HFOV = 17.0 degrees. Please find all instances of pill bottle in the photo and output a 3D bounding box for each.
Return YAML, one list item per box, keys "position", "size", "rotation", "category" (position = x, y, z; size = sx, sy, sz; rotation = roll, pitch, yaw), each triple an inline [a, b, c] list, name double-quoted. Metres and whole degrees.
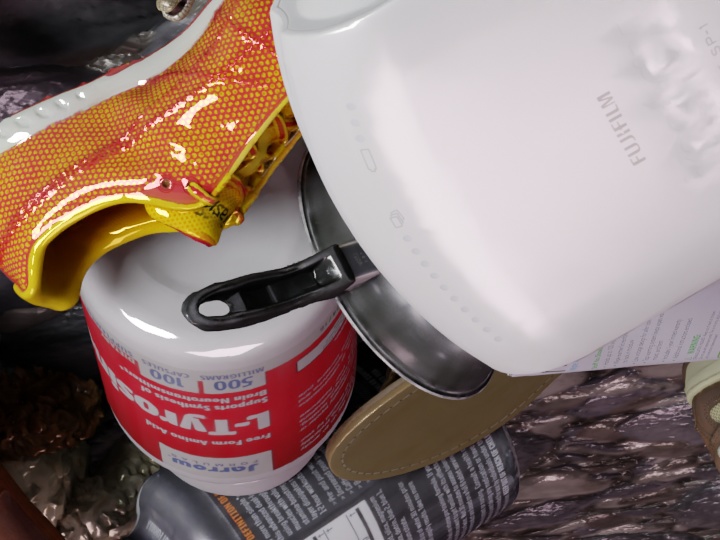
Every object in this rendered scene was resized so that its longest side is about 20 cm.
- position: [-0.057, 0.021, 1.003]
  size: [0.112, 0.113, 0.200]
  rotation: [-5, 156, -2]
  category: "pill bottle"
- position: [-0.032, 0.115, 1.130]
  size: [0.200, 0.106, 0.106]
  rotation: [-31, 162, -18]
  category: "pill bottle"

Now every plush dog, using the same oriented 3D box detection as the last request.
- position: [-0.165, 0.122, 1.192]
  size: [0.200, 0.161, 0.172]
  rotation: [-26, 126, 37]
  category: "plush dog"

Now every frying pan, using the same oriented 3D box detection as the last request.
- position: [-0.003, -0.015, 0.888]
  size: [0.031, 0.115, 0.190]
  rotation: [-32, 148, 28]
  category: "frying pan"

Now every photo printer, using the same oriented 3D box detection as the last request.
- position: [0.081, -0.066, 0.767]
  size: [0.199, 0.070, 0.167]
  rotation: [-30, 123, 5]
  category: "photo printer"

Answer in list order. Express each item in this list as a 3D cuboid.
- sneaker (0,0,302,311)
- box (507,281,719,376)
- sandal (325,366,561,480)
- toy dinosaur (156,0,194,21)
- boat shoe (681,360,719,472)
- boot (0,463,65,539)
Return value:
- position: [-0.045, -0.053, 0.855]
  size: [0.200, 0.077, 0.073]
  rotation: [-34, 159, 14]
  category: "sneaker"
- position: [0.142, -0.040, 0.936]
  size: [0.175, 0.097, 0.200]
  rotation: [-5, 156, -2]
  category: "box"
- position: [0.065, 0.014, 1.084]
  size: [0.211, 0.070, 0.078]
  rotation: [-31, 148, -2]
  category: "sandal"
- position: [-0.002, -0.150, 0.733]
  size: [0.199, 0.058, 0.101]
  rotation: [-29, 166, 22]
  category: "toy dinosaur"
- position: [0.241, 0.048, 1.182]
  size: [0.074, 0.075, 0.202]
  rotation: [8, 152, -29]
  category: "boat shoe"
- position: [-0.152, 0.100, 1.014]
  size: [0.068, 0.188, 0.201]
  rotation: [-28, 125, -12]
  category: "boot"
